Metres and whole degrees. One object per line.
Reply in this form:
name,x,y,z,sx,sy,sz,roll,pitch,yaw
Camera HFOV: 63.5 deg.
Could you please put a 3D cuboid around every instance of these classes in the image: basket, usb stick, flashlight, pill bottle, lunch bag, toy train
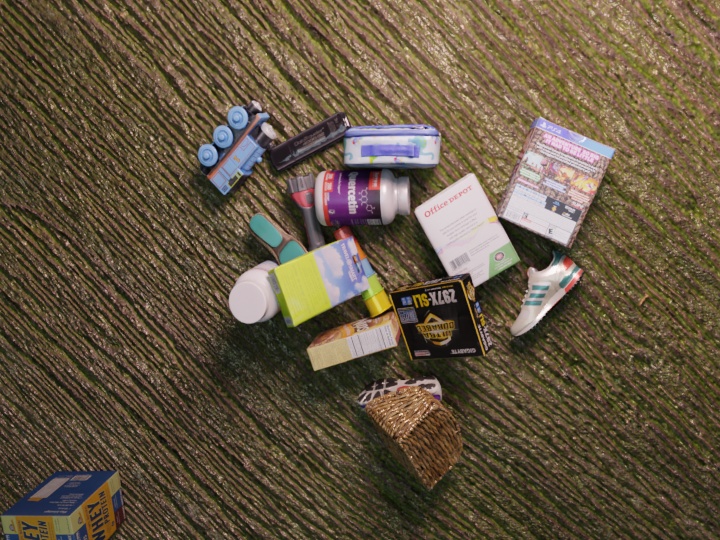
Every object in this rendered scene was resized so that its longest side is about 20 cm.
basket,0.123,0.343,1.275,0.142,0.148,0.203,-40,125,-15
usb stick,-0.110,-0.278,1.259,0.195,0.033,0.057,-25,87,14
flashlight,-0.112,-0.106,1.278,0.066,0.068,0.207,-7,105,19
pill bottle,0.006,-0.153,1.219,0.192,0.112,0.117,-1,101,10
lunch bag,0.065,-0.246,1.167,0.192,0.161,0.086,1,102,10
toy train,-0.265,-0.266,1.263,0.114,0.087,0.200,44,106,-7
pill bottle,-0.208,0.045,1.248,0.105,0.200,0.113,2,102,9

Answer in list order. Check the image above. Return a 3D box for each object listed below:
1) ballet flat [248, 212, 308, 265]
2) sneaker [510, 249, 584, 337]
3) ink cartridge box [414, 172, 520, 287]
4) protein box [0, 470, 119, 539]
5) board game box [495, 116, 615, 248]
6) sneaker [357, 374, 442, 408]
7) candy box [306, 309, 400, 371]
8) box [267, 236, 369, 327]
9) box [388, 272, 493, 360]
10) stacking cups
ballet flat,-0.166,-0.049,1.287,0.070,0.065,0.201,-42,80,3
sneaker,0.372,0.047,1.225,0.094,0.070,0.201,46,107,17
ink cartridge box,0.220,-0.078,1.210,0.142,0.084,0.204,-29,95,14
protein box,-0.729,0.612,1.444,0.191,0.200,0.140,-4,100,10
board game box,0.380,-0.175,1.158,0.155,0.097,0.206,23,103,5
sneaker,0.088,0.296,1.309,0.193,0.081,0.086,-7,111,13
candy box,-0.010,0.151,1.277,0.194,0.116,0.057,-19,98,13
box,-0.084,0.020,1.210,0.196,0.047,0.126,-24,97,-31
box,0.166,0.102,1.222,0.196,0.049,0.165,-11,100,45
stacking cups,0.000,0.000,1.275,0.059,0.061,0.204,-27,95,13
